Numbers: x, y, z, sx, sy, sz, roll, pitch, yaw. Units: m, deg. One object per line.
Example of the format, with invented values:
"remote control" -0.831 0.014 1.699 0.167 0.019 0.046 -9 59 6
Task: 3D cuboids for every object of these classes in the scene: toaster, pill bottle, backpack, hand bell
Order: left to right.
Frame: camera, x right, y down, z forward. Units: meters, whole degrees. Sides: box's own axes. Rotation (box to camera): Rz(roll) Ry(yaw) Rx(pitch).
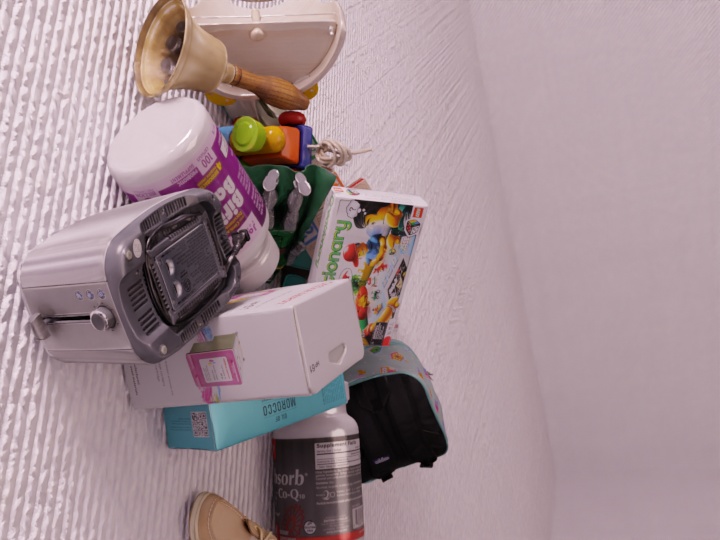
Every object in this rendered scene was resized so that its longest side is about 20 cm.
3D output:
"toaster" -0.193 0.001 0.625 0.200 0.127 0.116 -55 134 -59
"pill bottle" -0.162 -0.067 0.752 0.201 0.110 0.114 60 31 -44
"hand bell" -0.134 -0.209 0.790 0.198 0.103 0.107 12 71 -45
"pill bottle" -0.056 0.247 0.926 0.116 0.114 0.205 19 66 -66
"backpack" 0.031 0.197 1.092 0.155 0.172 0.202 -98 167 -49

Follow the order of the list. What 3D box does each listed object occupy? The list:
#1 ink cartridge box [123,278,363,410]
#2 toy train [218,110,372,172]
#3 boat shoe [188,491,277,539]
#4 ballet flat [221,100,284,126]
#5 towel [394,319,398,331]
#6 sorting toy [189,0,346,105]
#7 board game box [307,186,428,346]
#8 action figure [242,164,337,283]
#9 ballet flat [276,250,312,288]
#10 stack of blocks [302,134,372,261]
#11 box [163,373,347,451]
"ink cartridge box" -0.112 0.070 0.717 0.144 0.196 0.087 -26 108 -68
"toy train" -0.098 -0.147 0.827 0.115 0.196 0.087 5 86 -62
"boat shoe" -0.120 0.313 0.800 0.074 0.068 0.202 -74 149 -45
"ballet flat" -0.117 -0.186 0.969 0.200 0.068 0.071 52 37 -54
"towel" -0.019 -0.007 1.070 0.030 0.143 0.205 126 -39 -79
"sorting toy" -0.122 -0.301 0.879 0.108 0.195 0.183 93 -8 -53
"board game box" 0.000 0.000 0.906 0.035 0.124 0.204 -126 -136 -56
"action figure" -0.102 -0.047 0.884 0.201 0.115 0.056 110 -17 -55
"ballet flat" -0.085 0.017 1.010 0.064 0.074 0.203 106 -2 -55
"stack of blocks" -0.036 -0.078 0.954 0.202 0.114 0.059 58 0 -9
"box" -0.109 0.144 0.788 0.198 0.081 0.050 -8 89 -51
